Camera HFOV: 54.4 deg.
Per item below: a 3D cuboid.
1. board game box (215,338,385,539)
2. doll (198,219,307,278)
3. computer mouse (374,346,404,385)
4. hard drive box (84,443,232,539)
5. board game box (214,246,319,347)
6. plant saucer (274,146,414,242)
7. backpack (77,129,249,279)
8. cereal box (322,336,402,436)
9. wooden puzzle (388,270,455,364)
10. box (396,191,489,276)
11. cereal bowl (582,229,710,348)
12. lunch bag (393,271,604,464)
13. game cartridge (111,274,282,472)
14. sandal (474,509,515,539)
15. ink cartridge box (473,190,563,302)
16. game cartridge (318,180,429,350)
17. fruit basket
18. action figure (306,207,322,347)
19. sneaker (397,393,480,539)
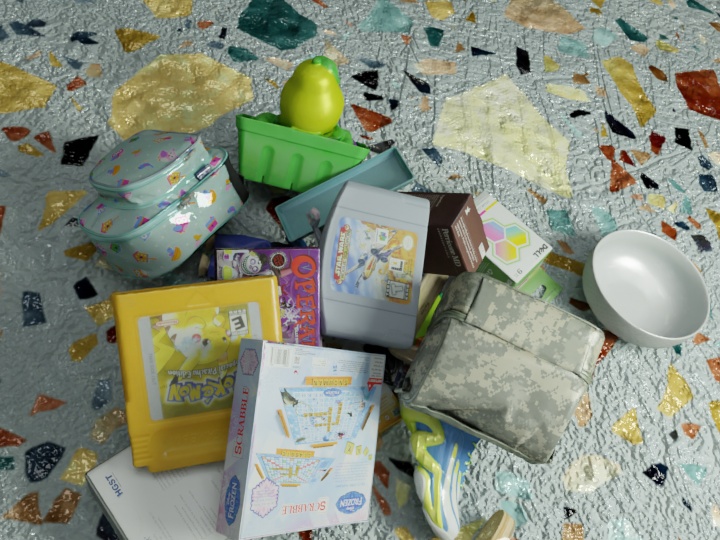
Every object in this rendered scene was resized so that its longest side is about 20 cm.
[{"bbox_3d":[-0.058,0.184,0.781,0.200,0.041,0.200,15,79,-47],"label":"board game box"},{"bbox_3d":[-0.125,-0.011,1.010,0.200,0.048,0.137,13,66,-8],"label":"doll"},{"bbox_3d":[0.118,0.103,0.987,0.200,0.053,0.139,10,47,-17],"label":"computer mouse"},{"bbox_3d":[-0.187,0.250,0.815,0.200,0.077,0.156,-30,70,-29],"label":"hard drive box"},{"bbox_3d":[-0.108,0.073,0.815,0.120,0.032,0.200,-3,98,-20],"label":"board game box"},{"bbox_3d":[-0.022,-0.107,1.010,0.200,0.019,0.070,-27,58,-1],"label":"plant saucer"},{"bbox_3d":[-0.276,-0.091,0.947,0.176,0.153,0.200,14,59,36],"label":"backpack"},{"bbox_3d":[-0.052,0.148,0.937,0.144,0.040,0.200,-25,68,-29],"label":"cereal box"},{"bbox_3d":[0.159,0.082,0.961,0.200,0.037,0.185,27,51,7],"label":"wooden puzzle"},{"bbox_3d":[0.072,-0.054,1.002,0.200,0.100,0.075,5,47,36],"label":"box"},{"bbox_3d":[0.441,0.037,1.113,0.200,0.083,0.200,7,58,-11],"label":"cereal bowl"},{"bbox_3d":[0.158,0.117,0.826,0.200,0.139,0.168,26,70,-3],"label":"lunch bag"},{"bbox_3d":[-0.170,0.113,0.771,0.176,0.032,0.200,-7,96,-15],"label":"game cartridge"},{"bbox_3d":[0.108,0.356,0.828,0.070,0.078,0.212,41,49,4],"label":"sandal"},{"bbox_3d":[0.230,-0.024,1.108,0.200,0.059,0.104,44,58,14],"label":"ink cartridge box"},{"bbox_3d":[0.012,-0.009,0.878,0.133,0.042,0.200,12,75,-19],"label":"game cartridge"},{"bbox_3d":[-0.083,-0.220,1.052,0.215,0.216,0.156,13,12,-7],"label":"fruit basket"},{"bbox_3d":[-0.063,0.021,0.918,0.149,0.134,0.200,44,43,-3],"label":"action figure"},{"bbox_3d":[0.116,0.230,0.874,0.105,0.076,0.200,-16,81,9],"label":"sneaker"}]
